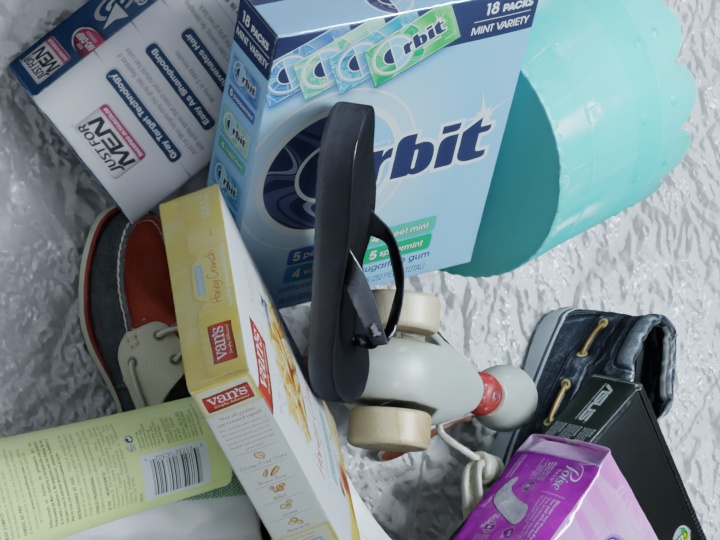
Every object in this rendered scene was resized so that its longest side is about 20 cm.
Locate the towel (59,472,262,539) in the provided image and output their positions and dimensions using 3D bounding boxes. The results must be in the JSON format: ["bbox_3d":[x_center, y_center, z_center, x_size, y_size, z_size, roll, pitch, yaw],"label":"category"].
[{"bbox_3d":[-0.113,0.200,1.405,0.149,0.031,0.200,-4,66,-15],"label":"towel"}]

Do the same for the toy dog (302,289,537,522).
[{"bbox_3d":[0.028,0.072,1.636,0.200,0.096,0.132,52,49,-51],"label":"toy dog"}]

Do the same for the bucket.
[{"bbox_3d":[0.084,-0.102,1.608,0.135,0.207,0.207,-34,113,-42],"label":"bucket"}]

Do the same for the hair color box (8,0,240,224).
[{"bbox_3d":[-0.081,-0.130,1.456,0.200,0.061,0.100,-39,122,-3],"label":"hair color box"}]

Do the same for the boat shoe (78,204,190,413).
[{"bbox_3d":[-0.107,0.061,1.491,0.071,0.063,0.200,-13,97,-45],"label":"boat shoe"}]

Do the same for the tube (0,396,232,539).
[{"bbox_3d":[-0.167,0.112,1.391,0.200,0.058,0.052,-15,134,-20],"label":"tube"}]

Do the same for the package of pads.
[{"bbox_3d":[0.131,0.206,1.582,0.121,0.076,0.200,-51,129,-28],"label":"package of pads"}]

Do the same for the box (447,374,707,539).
[{"bbox_3d":[0.136,0.201,1.671,0.200,0.047,0.193,-45,129,-29],"label":"box"}]

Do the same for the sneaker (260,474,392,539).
[{"bbox_3d":[-0.019,0.183,1.547,0.085,0.073,0.200,-31,79,-36],"label":"sneaker"}]

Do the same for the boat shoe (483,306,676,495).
[{"bbox_3d":[0.141,0.114,1.737,0.071,0.091,0.200,34,65,-41],"label":"boat shoe"}]

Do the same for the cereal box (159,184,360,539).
[{"bbox_3d":[-0.050,0.071,1.428,0.144,0.039,0.200,-103,172,-45],"label":"cereal box"}]

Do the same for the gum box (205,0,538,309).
[{"bbox_3d":[0.001,-0.074,1.472,0.170,0.045,0.200,-13,136,-29],"label":"gum box"}]

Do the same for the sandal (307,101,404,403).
[{"bbox_3d":[0.000,0.000,1.443,0.200,0.043,0.076,91,11,-45],"label":"sandal"}]
